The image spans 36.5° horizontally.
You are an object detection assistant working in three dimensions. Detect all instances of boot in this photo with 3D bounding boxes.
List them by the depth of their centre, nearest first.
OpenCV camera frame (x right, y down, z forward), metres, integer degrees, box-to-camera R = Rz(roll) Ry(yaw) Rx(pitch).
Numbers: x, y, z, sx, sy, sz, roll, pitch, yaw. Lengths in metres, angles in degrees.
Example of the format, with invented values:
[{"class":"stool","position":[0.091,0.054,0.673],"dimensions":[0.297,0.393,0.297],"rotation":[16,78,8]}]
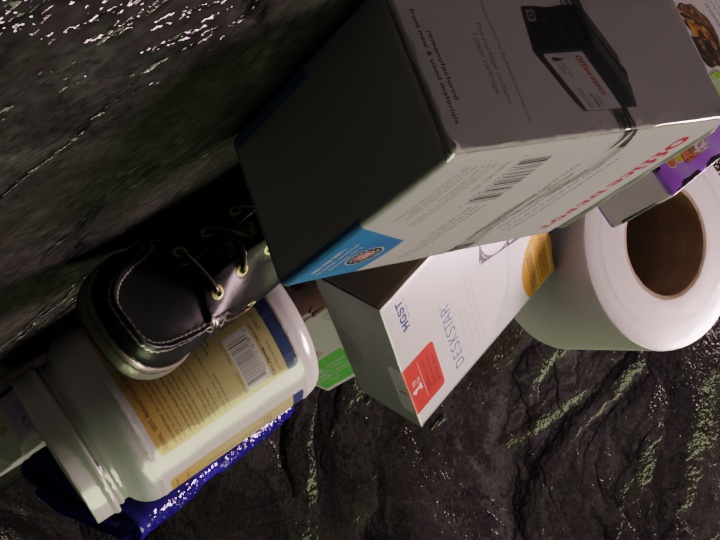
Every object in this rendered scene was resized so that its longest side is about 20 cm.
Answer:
[{"class":"boot","position":[-0.065,-0.023,0.628],"dimensions":[0.153,0.074,0.204],"rotation":[-37,-178,20]}]

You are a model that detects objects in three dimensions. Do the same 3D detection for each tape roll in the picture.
[{"class":"tape roll","position":[0.245,-0.024,1.056],"dimensions":[0.202,0.205,0.139],"rotation":[-33,-166,-28]}]

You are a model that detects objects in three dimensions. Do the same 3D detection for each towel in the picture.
[{"class":"towel","position":[-0.168,0.149,0.931],"dimensions":[0.146,0.050,0.199],"rotation":[16,-146,33]}]

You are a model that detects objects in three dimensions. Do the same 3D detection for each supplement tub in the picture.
[{"class":"supplement tub","position":[-0.146,0.081,0.824],"dimensions":[0.199,0.145,0.144],"rotation":[-33,179,-19]}]

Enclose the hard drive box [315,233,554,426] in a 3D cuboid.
[{"class":"hard drive box","position":[0.069,0.001,0.916],"dimensions":[0.200,0.076,0.157],"rotation":[-46,140,-22]}]

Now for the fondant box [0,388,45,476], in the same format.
[{"class":"fondant box","position":[-0.268,0.115,1.041],"dimensions":[0.144,0.059,0.200],"rotation":[-34,180,35]}]

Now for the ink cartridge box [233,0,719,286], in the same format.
[{"class":"ink cartridge box","position":[0.060,-0.070,0.547],"dimensions":[0.198,0.085,0.145],"rotation":[-12,164,-38]}]

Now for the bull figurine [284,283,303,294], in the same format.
[{"class":"bull figurine","position":[-0.109,0.025,1.014],"dimensions":[0.120,0.066,0.200],"rotation":[-30,-167,2]}]

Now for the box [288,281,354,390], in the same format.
[{"class":"box","position":[0.000,0.000,1.096],"dimensions":[0.200,0.096,0.178],"rotation":[-35,-148,51]}]

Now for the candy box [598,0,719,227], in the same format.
[{"class":"candy box","position":[0.229,-0.157,0.849],"dimensions":[0.199,0.169,0.071],"rotation":[-32,179,-33]}]
